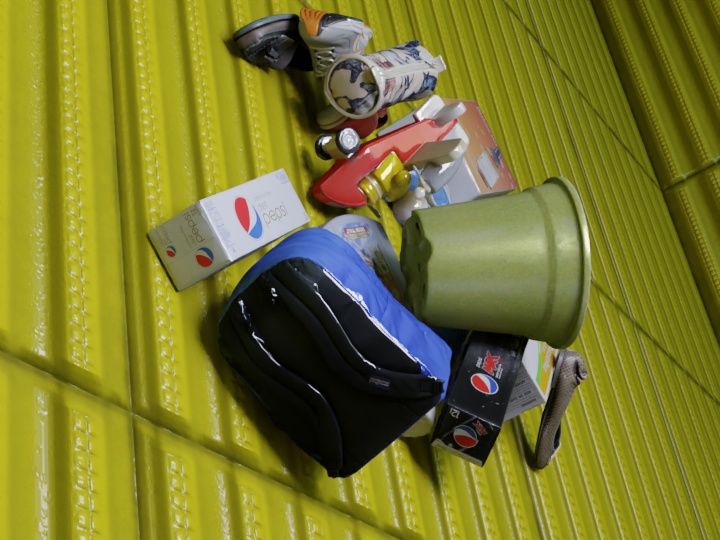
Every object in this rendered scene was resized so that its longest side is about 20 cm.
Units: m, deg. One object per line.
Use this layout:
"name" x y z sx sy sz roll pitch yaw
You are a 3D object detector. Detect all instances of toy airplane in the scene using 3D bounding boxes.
"toy airplane" 0.055 -0.126 1.524 0.200 0.196 0.143 -38 110 -70

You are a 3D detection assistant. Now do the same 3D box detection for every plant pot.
"plant pot" 0.146 -0.007 1.452 0.200 0.181 0.204 179 -90 -79

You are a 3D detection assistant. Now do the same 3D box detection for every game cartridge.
"game cartridge" 0.000 0.000 1.477 0.199 0.041 0.135 -12 80 -67

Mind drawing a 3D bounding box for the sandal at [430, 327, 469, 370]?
"sandal" 0.105 0.071 1.558 0.080 0.086 0.201 55 26 -21

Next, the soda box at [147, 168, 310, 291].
"soda box" -0.123 -0.043 1.217 0.064 0.068 0.200 61 23 -2

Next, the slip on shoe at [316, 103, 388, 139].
"slip on shoe" -0.004 -0.205 1.652 0.062 0.073 0.200 63 18 -4

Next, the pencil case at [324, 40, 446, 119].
"pencil case" 0.030 -0.239 1.553 0.079 0.089 0.200 60 29 0

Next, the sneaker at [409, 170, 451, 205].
"sneaker" 0.100 -0.064 1.704 0.200 0.078 0.090 49 24 -29

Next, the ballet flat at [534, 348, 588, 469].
"ballet flat" 0.270 0.192 1.688 0.068 0.046 0.203 -64 165 -57

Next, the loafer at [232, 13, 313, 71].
"loafer" -0.093 -0.276 1.540 0.064 0.071 0.200 67 21 -3

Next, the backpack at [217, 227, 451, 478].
"backpack" -0.034 0.065 1.184 0.200 0.162 0.168 43 18 -12

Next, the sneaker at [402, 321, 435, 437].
"sneaker" 0.026 0.085 1.378 0.200 0.076 0.112 50 31 -38

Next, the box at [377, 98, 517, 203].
"box" 0.132 -0.161 1.841 0.154 0.105 0.199 64 23 4

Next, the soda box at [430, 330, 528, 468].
"soda box" 0.140 0.135 1.453 0.070 0.064 0.201 23 32 4

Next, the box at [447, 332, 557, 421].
"box" 0.187 0.111 1.654 0.102 0.111 0.200 58 22 -10

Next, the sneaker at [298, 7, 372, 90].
"sneaker" -0.033 -0.269 1.551 0.200 0.075 0.094 -13 116 -75
